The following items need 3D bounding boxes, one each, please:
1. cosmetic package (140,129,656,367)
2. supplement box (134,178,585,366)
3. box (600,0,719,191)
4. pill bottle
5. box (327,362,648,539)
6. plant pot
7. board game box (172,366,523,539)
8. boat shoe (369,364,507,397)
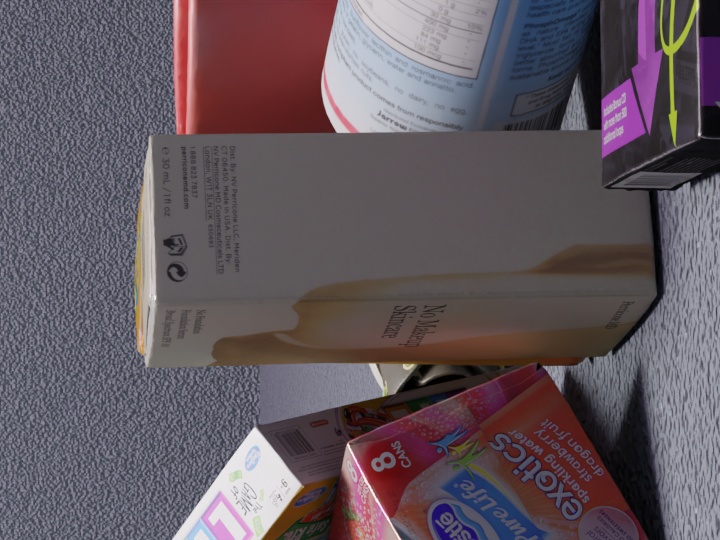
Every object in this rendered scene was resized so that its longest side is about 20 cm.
[{"bbox_3d":[0.011,-0.007,0.981,0.105,0.198,0.072,108,160,-73],"label":"cosmetic package"},{"bbox_3d":[0.000,0.000,1.075,0.067,0.198,0.069,-107,18,-67],"label":"supplement box"},{"bbox_3d":[0.110,-0.135,0.835,0.143,0.036,0.202,144,127,-82],"label":"box"},{"bbox_3d":[0.051,-0.137,1.002,0.109,0.108,0.201,-97,16,-45],"label":"pill bottle"},{"bbox_3d":[0.046,0.141,1.022,0.103,0.094,0.200,61,160,26],"label":"box"},{"bbox_3d":[-0.001,-0.130,1.182,0.200,0.176,0.202,179,90,-83],"label":"plant pot"},{"bbox_3d":[-0.007,0.111,1.073,0.034,0.199,0.135,49,122,22],"label":"board game box"},{"bbox_3d":[0.046,0.064,1.245,0.060,0.072,0.203,98,163,-67],"label":"boat shoe"}]
